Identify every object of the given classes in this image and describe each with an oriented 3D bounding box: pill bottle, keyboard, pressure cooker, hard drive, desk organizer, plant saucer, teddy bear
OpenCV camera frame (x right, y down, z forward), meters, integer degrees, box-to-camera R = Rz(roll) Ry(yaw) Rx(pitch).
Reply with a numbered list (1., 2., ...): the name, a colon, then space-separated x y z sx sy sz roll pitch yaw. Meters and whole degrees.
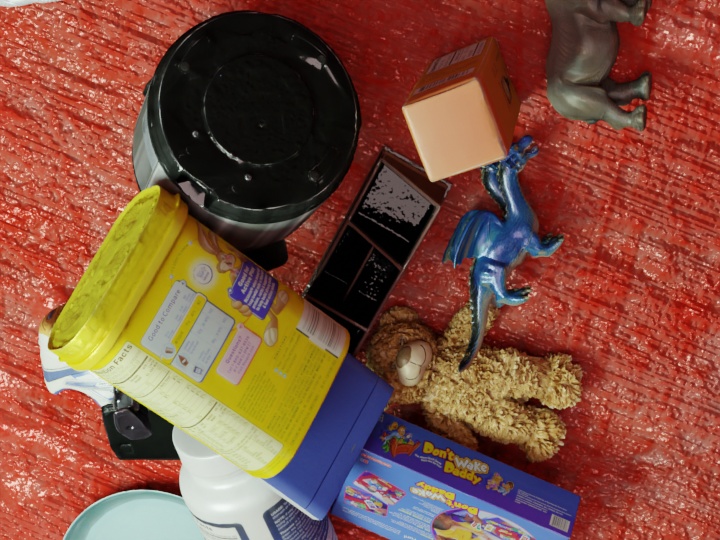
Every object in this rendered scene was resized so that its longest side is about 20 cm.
1. pill bottle: -0.097 0.203 1.273 0.110 0.111 0.201 -11 129 11
2. keyboard: -0.137 0.147 1.326 0.198 0.040 0.105 1 134 1
3. pressure cooker: -0.102 -0.108 1.175 0.178 0.200 0.177 28 73 -8
4. hard drive: -0.078 0.098 1.183 0.200 0.025 0.133 38 69 -20
5. desk organizer: 0.000 0.000 1.250 0.071 0.077 0.201 29 108 -1
6. plant saucer: -0.200 0.303 1.398 0.198 0.027 0.202 3 107 8
7. teddy bear: 0.101 0.101 1.271 0.199 0.067 0.145 35 106 -4

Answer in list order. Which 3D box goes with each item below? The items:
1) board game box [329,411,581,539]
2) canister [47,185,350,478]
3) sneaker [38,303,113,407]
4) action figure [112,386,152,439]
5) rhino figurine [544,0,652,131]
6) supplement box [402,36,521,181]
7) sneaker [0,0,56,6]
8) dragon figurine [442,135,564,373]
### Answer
1. board game box: 0.082 0.212 1.284 0.198 0.045 0.135 23 143 1
2. canister: -0.120 0.052 1.102 0.199 0.086 0.149 37 69 -22
3. sneaker: -0.203 0.094 1.321 0.198 0.075 0.089 15 119 11
4. action figure: -0.186 0.044 1.249 0.129 0.201 0.070 -18 142 8
5. rhino figurine: 0.194 -0.216 1.166 0.087 0.060 0.202 2 104 19
6. supplement box: 0.085 -0.133 1.134 0.068 0.200 0.067 -19 104 17
7. sneaker: -0.240 -0.291 1.199 0.198 0.076 0.115 -6 108 13
8. dragon figurine: 0.107 -0.018 1.221 0.099 0.059 0.201 33 89 -9
